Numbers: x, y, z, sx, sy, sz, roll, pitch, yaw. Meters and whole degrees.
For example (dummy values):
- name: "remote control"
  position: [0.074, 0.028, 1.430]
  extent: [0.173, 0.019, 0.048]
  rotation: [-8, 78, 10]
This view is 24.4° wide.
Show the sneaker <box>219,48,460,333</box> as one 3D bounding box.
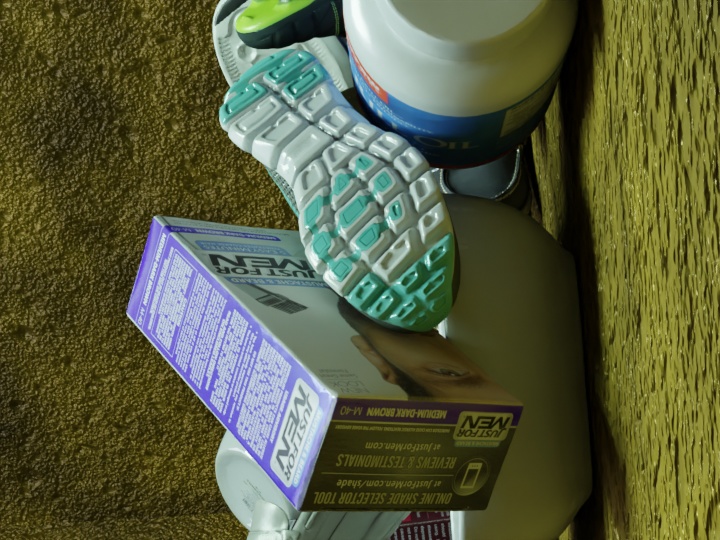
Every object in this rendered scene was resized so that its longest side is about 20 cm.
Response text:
- name: "sneaker"
  position: [0.004, -0.034, 0.857]
  extent: [0.091, 0.078, 0.200]
  rotation: [48, -172, -48]

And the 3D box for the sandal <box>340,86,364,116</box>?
- name: "sandal"
  position: [-0.005, -0.001, 0.962]
  extent: [0.070, 0.078, 0.212]
  rotation: [-47, 44, 52]

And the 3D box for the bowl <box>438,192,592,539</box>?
- name: "bowl"
  position: [0.081, 0.064, 0.916]
  extent: [0.200, 0.075, 0.200]
  rotation: [85, -178, -79]

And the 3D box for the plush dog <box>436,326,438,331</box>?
- name: "plush dog"
  position: [0.069, 0.016, 1.186]
  extent: [0.200, 0.160, 0.172]
  rotation: [-119, 38, -51]

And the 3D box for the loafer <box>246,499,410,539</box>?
- name: "loafer"
  position: [-0.035, 0.155, 0.917]
  extent: [0.200, 0.070, 0.070]
  rotation: [-49, -4, -16]

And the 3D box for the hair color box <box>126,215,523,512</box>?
- name: "hair color box"
  position: [-0.024, 0.042, 0.820]
  extent: [0.200, 0.109, 0.065]
  rotation: [42, 119, 49]

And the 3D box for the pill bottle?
- name: "pill bottle"
  position: [0.047, -0.122, 0.812]
  extent: [0.200, 0.112, 0.112]
  rotation: [75, -169, -80]

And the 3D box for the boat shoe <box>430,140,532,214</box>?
- name: "boat shoe"
  position: [0.077, -0.088, 1.126]
  extent: [0.200, 0.073, 0.063]
  rotation: [-82, -14, -61]

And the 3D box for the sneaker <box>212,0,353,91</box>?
- name: "sneaker"
  position: [-0.031, -0.149, 1.189]
  extent: [0.200, 0.081, 0.147]
  rotation: [45, -158, -28]

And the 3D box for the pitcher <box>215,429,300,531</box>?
- name: "pitcher"
  position: [0.006, 0.139, 1.264]
  extent: [0.172, 0.200, 0.121]
  rotation: [46, 143, 16]

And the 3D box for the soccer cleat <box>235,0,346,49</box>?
- name: "soccer cleat"
  position: [0.022, -0.156, 0.953]
  extent: [0.067, 0.200, 0.081]
  rotation: [22, 134, 55]

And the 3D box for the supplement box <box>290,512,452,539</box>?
- name: "supplement box"
  position: [0.029, 0.194, 1.136]
  extent: [0.109, 0.200, 0.061]
  rotation: [51, -149, -88]
